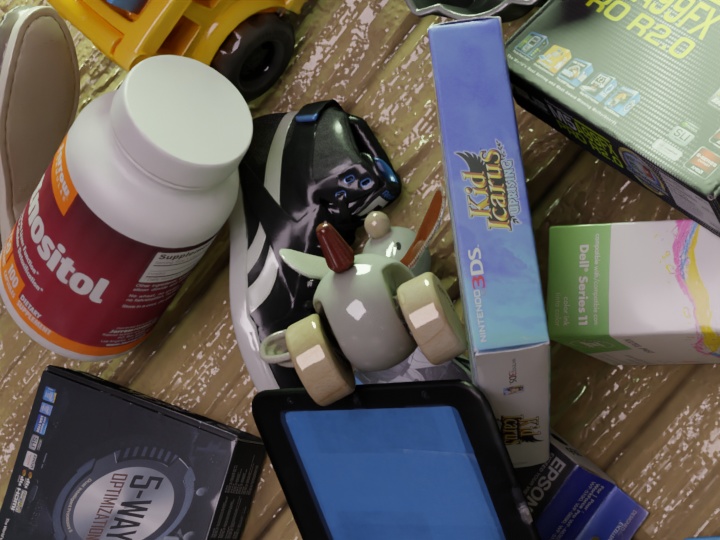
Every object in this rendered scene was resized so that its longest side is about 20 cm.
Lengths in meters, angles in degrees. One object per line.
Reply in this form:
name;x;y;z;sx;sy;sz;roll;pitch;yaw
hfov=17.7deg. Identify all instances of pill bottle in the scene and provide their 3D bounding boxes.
pill bottle;-0.145;-0.040;1.447;0.113;0.112;0.200;60;139;21

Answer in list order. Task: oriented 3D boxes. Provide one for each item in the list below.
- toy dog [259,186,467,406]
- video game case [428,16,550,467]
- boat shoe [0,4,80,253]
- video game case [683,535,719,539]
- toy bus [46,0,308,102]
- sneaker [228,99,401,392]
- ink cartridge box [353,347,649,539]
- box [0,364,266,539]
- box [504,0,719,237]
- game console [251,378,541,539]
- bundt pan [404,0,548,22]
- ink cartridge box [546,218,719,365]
toy dog;0.000;0.000;1.324;0.131;0.200;0.097;-26;104;-10
video game case;0.076;-0.012;1.317;0.045;0.182;0.202;-8;66;3
boat shoe;-0.228;-0.085;1.532;0.059;0.072;0.201;27;127;36
video game case;0.255;0.248;1.298;0.142;0.018;0.202;-6;80;25
toy bus;-0.112;-0.214;1.458;0.136;0.192;0.201;41;99;27
sneaker;-0.023;-0.013;1.446;0.111;0.073;0.202;-17;73;25
ink cartridge box;0.069;0.122;1.400;0.200;0.039;0.100;38;99;25
box;-0.162;0.180;1.504;0.159;0.043;0.202;18;91;28
box;0.193;-0.122;1.298;0.160;0.044;0.200;-44;45;-7
game console;0.003;0.168;1.296;0.199;0.116;0.177;-6;53;49
bundt pan;0.085;-0.244;1.426;0.200;0.076;0.204;-4;81;26
ink cartridge box;0.217;0.013;1.297;0.198;0.117;0.068;-3;79;27
